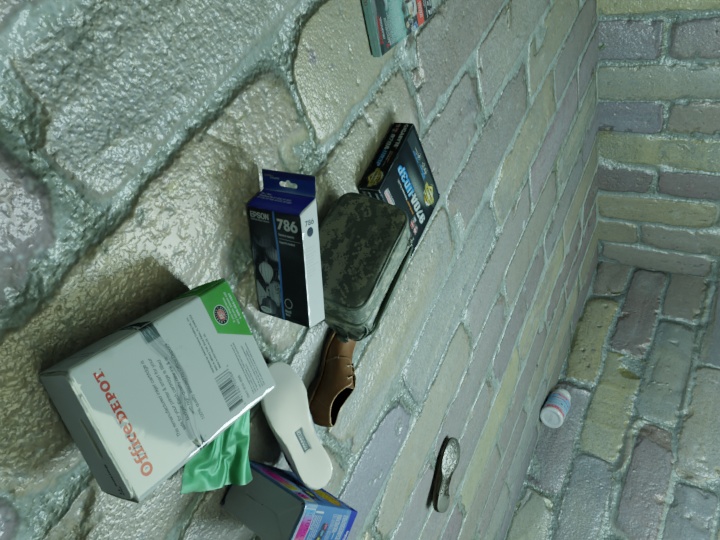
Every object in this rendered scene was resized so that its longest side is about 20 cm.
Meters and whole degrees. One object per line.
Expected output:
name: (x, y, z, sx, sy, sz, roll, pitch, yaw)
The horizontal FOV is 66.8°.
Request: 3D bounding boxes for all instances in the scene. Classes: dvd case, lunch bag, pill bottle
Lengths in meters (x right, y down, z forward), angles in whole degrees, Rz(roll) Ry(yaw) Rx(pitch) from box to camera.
dvd case: (0.062, -0.470, 0.918, 0.201, 0.022, 0.147, -52, 140, -37)
lunch bag: (0.000, 0.000, 0.879, 0.202, 0.138, 0.168, -63, 161, -22)
pill bottle: (0.930, 0.647, 2.589, 0.199, 0.107, 0.110, -33, 127, -49)

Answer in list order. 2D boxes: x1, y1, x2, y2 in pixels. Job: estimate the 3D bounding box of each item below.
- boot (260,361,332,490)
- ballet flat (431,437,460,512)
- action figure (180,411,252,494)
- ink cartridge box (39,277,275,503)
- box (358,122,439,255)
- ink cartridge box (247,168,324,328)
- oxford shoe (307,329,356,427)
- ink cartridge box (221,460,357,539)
boot: (-0.112, 0.236, 0.843, 0.072, 0.090, 0.203, -21, 93, -26)
ballet flat: (0.233, 0.566, 1.521, 0.067, 0.046, 0.203, 17, 78, -27)
action figure: (-0.179, 0.178, 0.720, 0.118, 0.054, 0.204, 15, 80, -57)
ink cartridge box: (-0.208, 0.120, 0.589, 0.199, 0.082, 0.149, -35, 107, -48)
box: (0.080, -0.148, 1.029, 0.160, 0.045, 0.201, -62, 145, -24)
ink cartridge box: (-0.101, -0.029, 0.733, 0.039, 0.098, 0.203, -28, 122, -49)
oxford shoe: (-0.031, 0.171, 0.939, 0.071, 0.070, 0.203, 40, 65, -53)
ink cartridge box: (-0.096, 0.366, 0.837, 0.077, 0.135, 0.200, -62, 145, -14)
